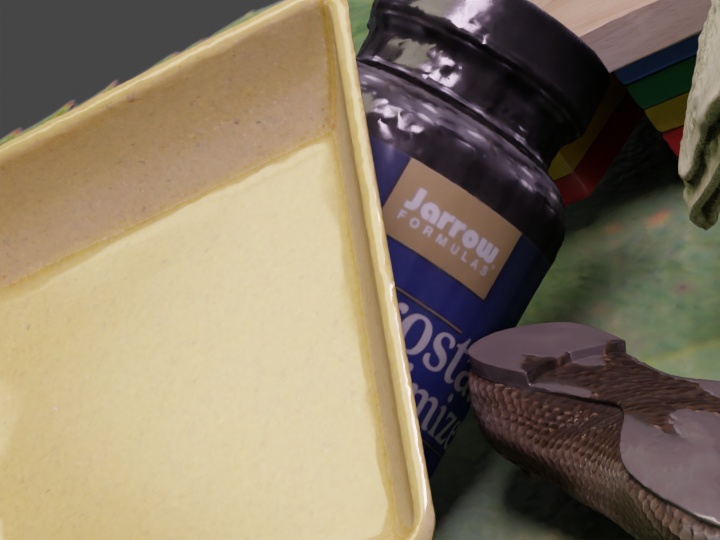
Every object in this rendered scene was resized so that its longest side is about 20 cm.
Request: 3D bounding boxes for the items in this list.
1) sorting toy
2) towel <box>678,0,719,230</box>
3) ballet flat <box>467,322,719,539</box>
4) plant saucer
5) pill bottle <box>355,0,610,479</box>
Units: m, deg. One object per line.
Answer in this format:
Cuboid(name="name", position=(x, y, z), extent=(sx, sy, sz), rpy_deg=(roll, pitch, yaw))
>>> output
Cuboid(name="sorting toy", position=(0.129, -0.112, 0.970), extent=(0.200, 0.070, 0.199), rpy_deg=(-23, 23, 44))
Cuboid(name="towel", position=(0.140, -0.122, 0.759), extent=(0.148, 0.036, 0.200), rpy_deg=(103, -171, -65))
Cuboid(name="ballet flat", position=(0.087, 0.058, 0.738), extent=(0.067, 0.047, 0.200), rpy_deg=(-14, 16, -21))
Cuboid(name="plant saucer", position=(-0.065, 0.038, 0.767), extent=(0.200, 0.048, 0.200), rpy_deg=(-24, 54, 22))
Cuboid(name="pill bottle", position=(0.000, 0.000, 0.849), extent=(0.200, 0.112, 0.112), rpy_deg=(-60, 22, -7))
